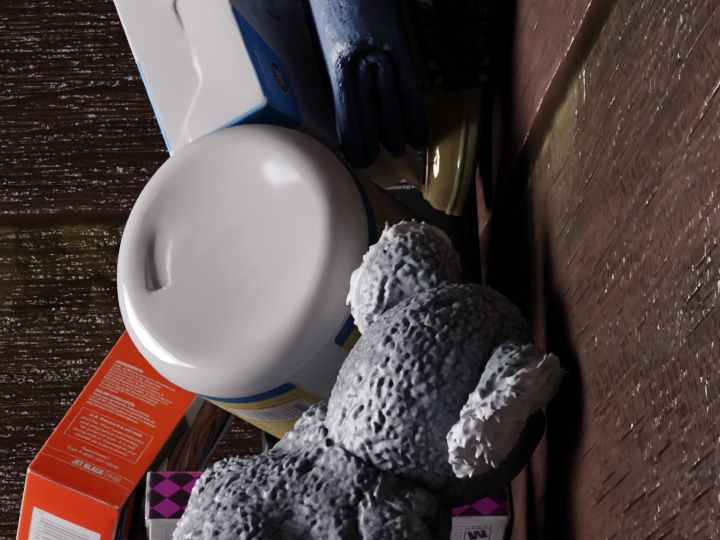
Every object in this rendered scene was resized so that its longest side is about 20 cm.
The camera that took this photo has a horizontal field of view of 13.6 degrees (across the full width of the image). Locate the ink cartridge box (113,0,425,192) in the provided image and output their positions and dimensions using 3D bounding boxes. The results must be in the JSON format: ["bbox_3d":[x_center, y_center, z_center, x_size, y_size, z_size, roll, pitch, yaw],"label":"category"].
[{"bbox_3d":[-0.046,-0.097,1.677,0.200,0.066,0.116,28,-143,-59],"label":"ink cartridge box"}]

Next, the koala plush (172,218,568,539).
[{"bbox_3d":[0.022,0.091,1.452,0.201,0.183,0.178,-62,34,22],"label":"koala plush"}]

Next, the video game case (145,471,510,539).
[{"bbox_3d":[-0.022,0.165,1.702,0.182,0.198,0.036,95,174,-60],"label":"video game case"}]

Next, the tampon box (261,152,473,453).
[{"bbox_3d":[0.000,0.000,1.810,0.150,0.125,0.201,105,161,-76],"label":"tampon box"}]

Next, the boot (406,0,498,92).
[{"bbox_3d":[0.050,-0.140,1.544,0.200,0.077,0.139,-72,-21,-66],"label":"boot"}]

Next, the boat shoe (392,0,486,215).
[{"bbox_3d":[0.035,-0.130,1.701,0.073,0.062,0.202,134,133,-83],"label":"boat shoe"}]

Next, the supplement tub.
[{"bbox_3d":[-0.023,0.019,1.608,0.200,0.144,0.146,34,-132,-57],"label":"supplement tub"}]

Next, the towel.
[{"bbox_3d":[-0.010,-0.161,1.628,0.112,0.048,0.201,80,176,-53],"label":"towel"}]

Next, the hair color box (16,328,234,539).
[{"bbox_3d":[-0.128,0.098,1.723,0.200,0.061,0.102,-59,-13,-48],"label":"hair color box"}]
